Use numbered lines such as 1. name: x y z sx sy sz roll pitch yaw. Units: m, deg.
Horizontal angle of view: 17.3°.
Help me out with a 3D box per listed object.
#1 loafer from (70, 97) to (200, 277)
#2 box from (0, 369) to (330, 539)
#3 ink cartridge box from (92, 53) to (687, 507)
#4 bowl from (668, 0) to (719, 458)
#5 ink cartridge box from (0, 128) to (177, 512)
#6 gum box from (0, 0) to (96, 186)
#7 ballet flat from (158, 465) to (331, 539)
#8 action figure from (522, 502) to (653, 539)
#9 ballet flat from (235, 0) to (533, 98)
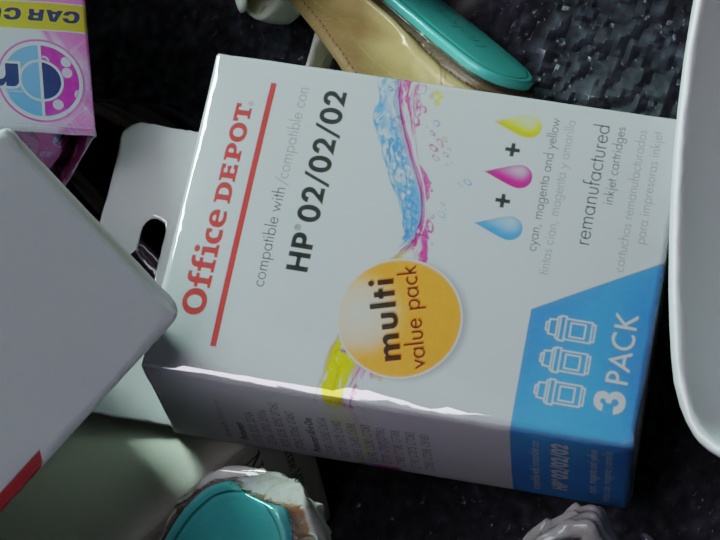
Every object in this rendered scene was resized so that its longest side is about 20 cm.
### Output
1. loafer: -0.047 -0.003 0.873 0.200 0.063 0.072 38 97 33
2. box: -0.106 0.112 0.817 0.068 0.082 0.200 34 65 32
3. ink cartridge box: 0.000 0.000 0.784 0.199 0.068 0.115 8 69 9
4. bowl: 0.199 -0.029 0.722 0.199 0.075 0.201 -1 79 31
5. ink cartridge box: -0.168 0.047 0.773 0.144 0.084 0.200 -49 14 -27
6. gum box: -0.158 -0.062 0.897 0.200 0.066 0.114 132 135 -60
7. ballet flat: -0.043 0.136 0.799 0.072 0.072 0.200 45 130 31
8. action figure: 0.067 0.143 0.738 0.200 0.119 0.102 -19 113 33
9. ballet flat: -0.015 -0.102 0.880 0.200 0.069 0.063 51 120 32
